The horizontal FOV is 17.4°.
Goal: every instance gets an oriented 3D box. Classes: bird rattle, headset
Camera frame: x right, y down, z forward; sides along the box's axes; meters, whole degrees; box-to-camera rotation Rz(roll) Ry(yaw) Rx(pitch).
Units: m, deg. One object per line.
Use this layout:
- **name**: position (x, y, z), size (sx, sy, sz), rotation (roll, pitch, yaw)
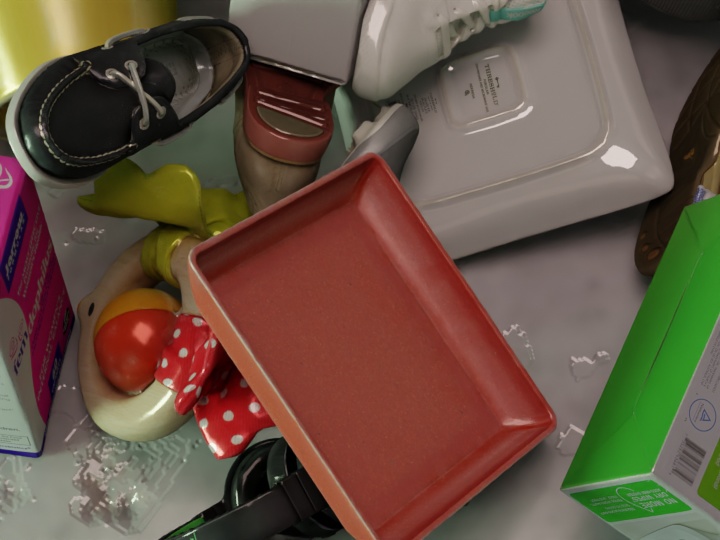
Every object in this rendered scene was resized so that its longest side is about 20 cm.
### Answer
- **bird rattle**: position (-0.107, 0.036, 1.405), size (0.112, 0.163, 0.200), rotation (10, 49, -43)
- **headset**: position (-0.025, 0.136, 1.361), size (0.200, 0.123, 0.094), rotation (-29, 90, -30)

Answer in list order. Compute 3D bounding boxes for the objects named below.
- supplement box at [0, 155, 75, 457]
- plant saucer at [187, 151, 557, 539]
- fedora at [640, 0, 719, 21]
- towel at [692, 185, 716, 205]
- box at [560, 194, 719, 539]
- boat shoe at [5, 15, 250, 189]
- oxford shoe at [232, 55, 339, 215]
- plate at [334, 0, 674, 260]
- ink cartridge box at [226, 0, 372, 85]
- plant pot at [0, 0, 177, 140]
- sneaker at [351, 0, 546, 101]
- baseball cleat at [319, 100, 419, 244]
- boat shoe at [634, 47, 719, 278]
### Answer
- **supplement box**: position (-0.238, 0.020, 1.375), size (0.103, 0.200, 0.101), rotation (7, 63, 7)
- **plant saucer**: position (0.003, 0.049, 1.336), size (0.200, 0.037, 0.200), rotation (56, 37, 2)
- **fedora**: position (0.218, -0.224, 1.524), size (0.200, 0.090, 0.177), rotation (-15, 62, -37)
- **towel**: position (0.219, 0.067, 1.393), size (0.147, 0.024, 0.200), rotation (35, 66, -18)
- **box**: position (0.239, 0.081, 1.332), size (0.176, 0.097, 0.200), rotation (35, 65, -19)
- **boat shoe**: position (-0.132, -0.106, 1.365), size (0.060, 0.076, 0.200), rotation (-20, 14, 31)
- **oxford shoe**: position (-0.054, -0.094, 1.478), size (0.070, 0.075, 0.200), rotation (16, 26, -3)
- **plate**: position (0.080, -0.110, 1.501), size (0.199, 0.032, 0.200), rotation (-17, 62, 8)
- **ink cartridge box**: position (-0.005, -0.229, 1.484), size (0.084, 0.145, 0.200), rotation (17, 36, 11)
- **plant pot**: position (-0.199, -0.192, 1.500), size (0.200, 0.201, 0.189), rotation (-13, 77, -4)
- **sneaker**: position (0.069, -0.172, 1.466), size (0.088, 0.075, 0.200), rotation (26, 56, 15)
- **baseball cleat**: position (0.000, 0.000, 1.442), size (0.106, 0.070, 0.200), rotation (33, 90, 10)
- **boat shoe**: position (0.236, -0.071, 1.479), size (0.067, 0.072, 0.201), rotation (30, 69, -18)
